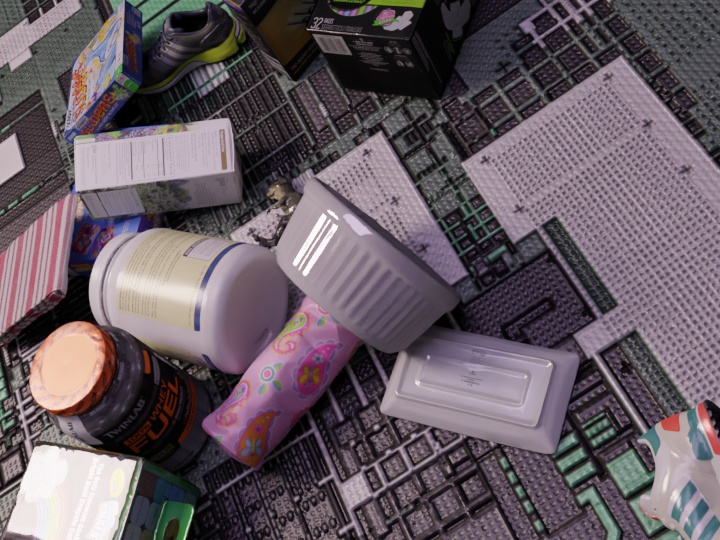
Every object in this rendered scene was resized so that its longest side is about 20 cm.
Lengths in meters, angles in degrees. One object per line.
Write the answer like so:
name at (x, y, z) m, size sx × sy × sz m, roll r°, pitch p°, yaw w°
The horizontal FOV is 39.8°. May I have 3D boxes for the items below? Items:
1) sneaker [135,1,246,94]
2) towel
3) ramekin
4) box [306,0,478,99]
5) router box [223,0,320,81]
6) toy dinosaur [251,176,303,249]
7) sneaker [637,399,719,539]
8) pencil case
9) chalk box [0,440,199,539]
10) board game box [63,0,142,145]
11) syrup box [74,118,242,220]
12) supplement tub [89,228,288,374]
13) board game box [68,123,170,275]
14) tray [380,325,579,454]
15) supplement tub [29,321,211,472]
sneaker at (-0.262, -0.318, 1.392) m, size 0.198 × 0.081 × 0.075 m, roll -25°, pitch 56°, yaw 13°
towel at (-0.424, 0.003, 1.296) m, size 0.199 × 0.030 × 0.148 m, roll -30°, pitch 51°, yaw 38°
ramekin at (0.000, 0.000, 1.039) m, size 0.095 × 0.202 × 0.202 m, roll -50°, pitch 55°, yaw 5°
box at (0.050, -0.335, 1.225) m, size 0.147 × 0.124 × 0.202 m, roll 13°, pitch 70°, yaw 29°
router box at (-0.070, -0.372, 1.282) m, size 0.052 × 0.157 × 0.201 m, roll 36°, pitch 84°, yaw 35°
toy dinosaur at (-0.071, -0.042, 1.183) m, size 0.088 × 0.048 × 0.200 m, roll -43°, pitch 58°, yaw -9°
sneaker at (0.298, 0.220, 0.866) m, size 0.093 × 0.070 × 0.203 m, roll -27°, pitch 56°, yaw 32°
pencil case at (-0.082, 0.117, 1.080) m, size 0.087 × 0.087 × 0.201 m, roll 35°, pitch 83°, yaw 34°
chalk box at (-0.259, 0.270, 1.066) m, size 0.197 × 0.124 × 0.126 m, roll 4°, pitch 66°, yaw 26°
board game box at (-0.358, -0.276, 1.393) m, size 0.135 × 0.034 × 0.201 m, roll -42°, pitch 37°, yaw 23°
syrup box at (-0.251, -0.126, 1.249) m, size 0.197 × 0.079 × 0.083 m, roll -8°, pitch 66°, yaw -2°
supplement tub at (-0.198, 0.030, 1.145) m, size 0.197 × 0.145 × 0.147 m, roll 10°, pitch 69°, yaw 29°
board game box at (-0.323, -0.094, 1.329) m, size 0.132 × 0.045 × 0.203 m, roll 0°, pitch 65°, yaw 26°
tray at (0.118, 0.114, 1.024) m, size 0.197 × 0.022 × 0.109 m, roll 9°, pitch 69°, yaw 29°
supplement tub at (-0.259, 0.138, 1.084) m, size 0.121 × 0.200 × 0.124 m, roll -11°, pitch 61°, yaw 20°
